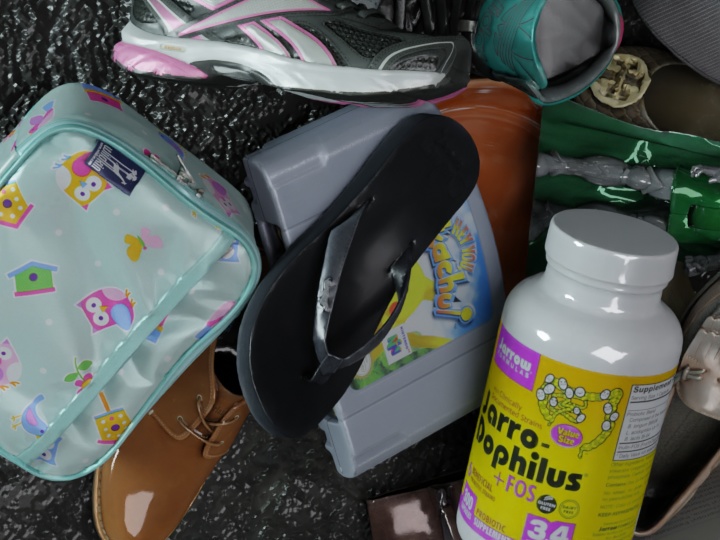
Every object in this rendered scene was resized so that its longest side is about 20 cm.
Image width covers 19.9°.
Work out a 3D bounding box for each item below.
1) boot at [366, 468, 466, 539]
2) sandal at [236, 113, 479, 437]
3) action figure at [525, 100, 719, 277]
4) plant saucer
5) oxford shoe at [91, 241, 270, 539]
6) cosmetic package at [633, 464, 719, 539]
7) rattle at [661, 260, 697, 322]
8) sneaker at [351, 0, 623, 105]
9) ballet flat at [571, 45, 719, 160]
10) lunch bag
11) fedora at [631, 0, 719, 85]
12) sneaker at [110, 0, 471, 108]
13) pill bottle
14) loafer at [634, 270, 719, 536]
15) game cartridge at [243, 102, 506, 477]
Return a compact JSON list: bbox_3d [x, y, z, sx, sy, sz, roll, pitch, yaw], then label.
[{"bbox_3d":[0.022,0.221,1.279,0.199,0.072,0.167,-16,97,-13],"label":"boot"},{"bbox_3d":[0.000,-0.001,1.114,0.076,0.043,0.201,38,78,-32],"label":"sandal"},{"bbox_3d":[0.199,-0.036,1.191,0.199,0.055,0.119,6,118,6],"label":"action figure"},{"bbox_3d":[0.066,-0.018,1.235,0.199,0.032,0.201,-5,106,-19],"label":"plant saucer"},{"bbox_3d":[-0.097,0.080,1.185,0.071,0.071,0.201,22,97,-25],"label":"oxford shoe"},{"bbox_3d":[0.227,0.227,1.266,0.166,0.200,0.168,-16,108,-15],"label":"cosmetic package"},{"bbox_3d":[0.243,-0.023,1.290,0.130,0.143,0.201,-13,67,20],"label":"rattle"},{"bbox_3d":[0.062,-0.137,1.151,0.199,0.121,0.084,-4,102,-17],"label":"sneaker"},{"bbox_3d":[0.220,-0.087,1.211,0.199,0.046,0.068,22,75,2],"label":"ballet flat"},{"bbox_3d":[-0.154,0.009,1.120,0.160,0.077,0.200,38,106,-18],"label":"lunch bag"},{"bbox_3d":[0.235,-0.164,1.203,0.199,0.177,0.090,11,130,-24],"label":"fedora"},{"bbox_3d":[-0.038,-0.138,1.108,0.199,0.080,0.087,8,92,11],"label":"sneaker"},{"bbox_3d":[0.123,0.071,1.170,0.104,0.104,0.201,4,111,-20],"label":"pill bottle"},{"bbox_3d":[0.203,0.079,1.193,0.072,0.063,0.200,22,131,-2],"label":"loafer"},{"bbox_3d":[0.017,0.003,1.173,0.133,0.040,0.201,-29,114,-29],"label":"game cartridge"}]
